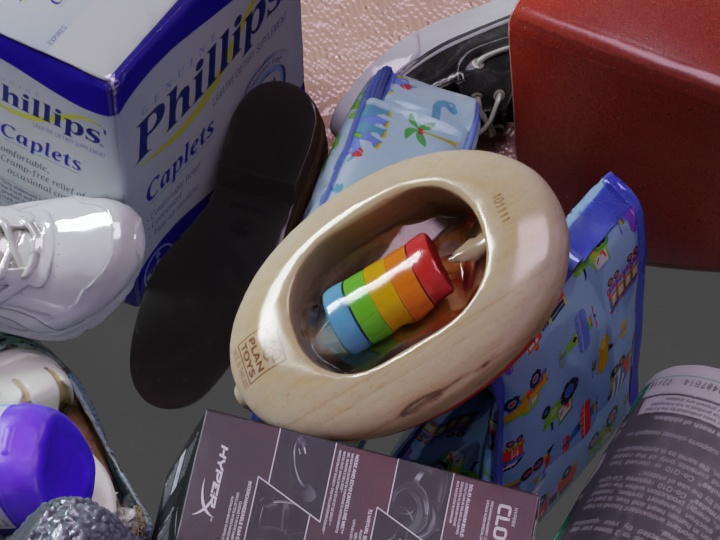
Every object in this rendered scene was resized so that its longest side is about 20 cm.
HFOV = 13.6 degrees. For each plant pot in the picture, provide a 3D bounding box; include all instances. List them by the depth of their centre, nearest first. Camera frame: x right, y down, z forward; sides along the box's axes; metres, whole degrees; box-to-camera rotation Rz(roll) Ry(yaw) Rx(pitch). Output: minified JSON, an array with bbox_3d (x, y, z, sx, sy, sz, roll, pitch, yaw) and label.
[{"bbox_3d":[0.215,-0.112,1.766,0.176,0.200,0.200,24,56,24],"label":"plant pot"}]

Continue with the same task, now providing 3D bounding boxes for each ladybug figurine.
[{"bbox_3d":[0.023,0.019,1.548,0.199,0.072,0.136,-28,60,16],"label":"ladybug figurine"}]

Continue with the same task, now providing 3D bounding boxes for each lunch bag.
[{"bbox_3d":[0.097,0.048,1.665,0.094,0.200,0.151,35,58,14],"label":"lunch bag"},{"bbox_3d":[0.000,0.000,1.707,0.082,0.161,0.200,19,54,0],"label":"lunch bag"}]

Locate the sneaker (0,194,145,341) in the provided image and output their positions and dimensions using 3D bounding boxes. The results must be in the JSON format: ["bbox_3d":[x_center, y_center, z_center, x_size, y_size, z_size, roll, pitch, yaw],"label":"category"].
[{"bbox_3d":[-0.214,-0.003,1.665,0.199,0.099,0.078,-12,71,27],"label":"sneaker"}]

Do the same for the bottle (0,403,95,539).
[{"bbox_3d":[-0.245,0.111,1.618,0.199,0.084,0.066,-3,59,22],"label":"bottle"}]

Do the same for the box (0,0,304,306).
[{"bbox_3d":[-0.125,-0.117,1.734,0.105,0.200,0.184,25,57,21],"label":"box"}]

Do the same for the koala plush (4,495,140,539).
[{"bbox_3d":[-0.136,0.245,1.550,0.200,0.184,0.178,36,66,-9],"label":"koala plush"}]

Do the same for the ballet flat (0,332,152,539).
[{"bbox_3d":[-0.168,0.096,1.675,0.074,0.074,0.200,-24,63,-22],"label":"ballet flat"}]

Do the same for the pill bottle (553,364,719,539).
[{"bbox_3d":[0.165,0.159,1.656,0.113,0.113,0.200,28,57,10],"label":"pill bottle"}]

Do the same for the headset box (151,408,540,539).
[{"bbox_3d":[-0.004,0.147,1.576,0.199,0.149,0.078,16,71,-8],"label":"headset box"}]

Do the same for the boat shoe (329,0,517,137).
[{"bbox_3d":[0.073,-0.118,1.848,0.200,0.071,0.064,-29,64,-26],"label":"boat shoe"}]

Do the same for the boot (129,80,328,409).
[{"bbox_3d":[-0.068,-0.006,1.751,0.073,0.075,0.201,23,81,18],"label":"boot"}]
